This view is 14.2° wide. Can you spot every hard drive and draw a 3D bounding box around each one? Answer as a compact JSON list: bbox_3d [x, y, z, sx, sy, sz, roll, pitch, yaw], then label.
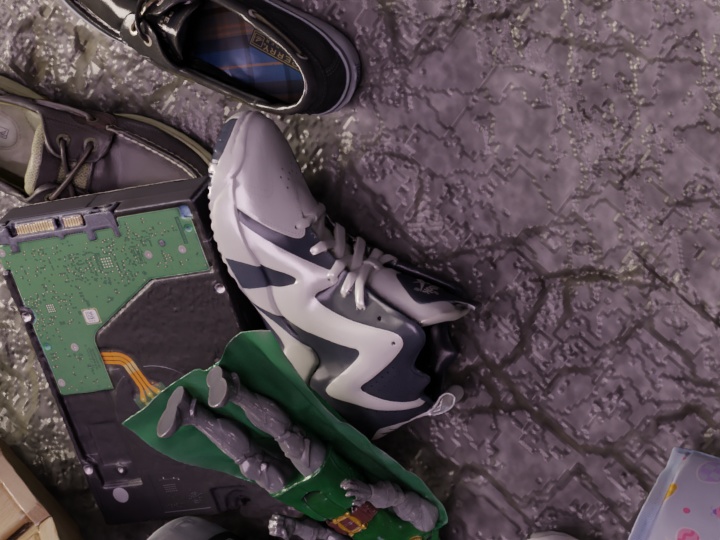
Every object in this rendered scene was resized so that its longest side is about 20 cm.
[{"bbox_3d":[-0.116,0.048,1.654,0.140,0.038,0.200,-9,115,26],"label":"hard drive"}]

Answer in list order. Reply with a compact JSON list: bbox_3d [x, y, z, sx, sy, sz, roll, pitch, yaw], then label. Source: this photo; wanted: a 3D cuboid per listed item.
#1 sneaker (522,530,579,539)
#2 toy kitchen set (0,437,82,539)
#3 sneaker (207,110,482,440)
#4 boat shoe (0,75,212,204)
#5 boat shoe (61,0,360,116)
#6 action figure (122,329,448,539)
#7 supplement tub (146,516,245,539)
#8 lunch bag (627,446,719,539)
[{"bbox_3d":[0.123,0.241,1.582,0.074,0.087,0.200,-16,93,31],"label":"sneaker"},{"bbox_3d":[-0.263,0.162,1.617,0.163,0.200,0.180,-40,105,-2],"label":"toy kitchen set"},{"bbox_3d":[0.000,0.000,1.592,0.130,0.079,0.199,-9,98,25],"label":"sneaker"},{"bbox_3d":[-0.174,-0.063,1.670,0.201,0.066,0.072,21,109,20],"label":"boat shoe"},{"bbox_3d":[-0.095,-0.141,1.619,0.200,0.057,0.069,24,111,19],"label":"boat shoe"},{"bbox_3d":[-0.021,0.118,1.596,0.200,0.055,0.118,36,133,-29],"label":"action figure"},{"bbox_3d":[-0.044,0.233,1.641,0.200,0.123,0.123,26,111,19],"label":"supplement tub"},{"bbox_3d":[0.208,0.206,1.502,0.169,0.127,0.200,18,71,13],"label":"lunch bag"}]
